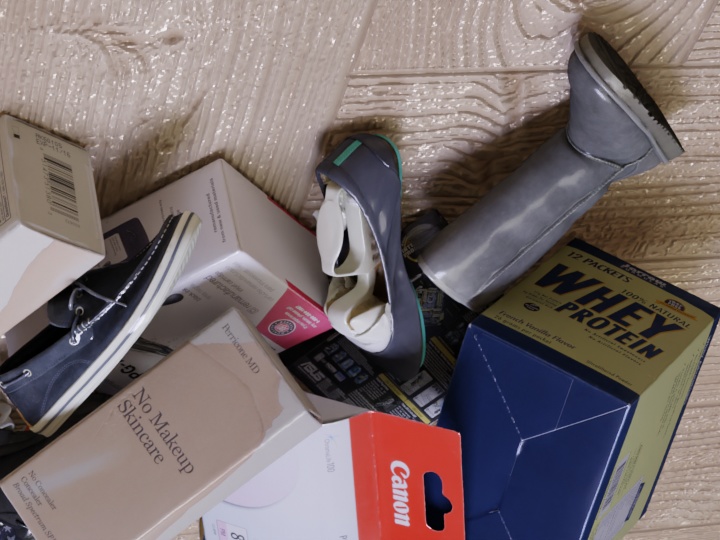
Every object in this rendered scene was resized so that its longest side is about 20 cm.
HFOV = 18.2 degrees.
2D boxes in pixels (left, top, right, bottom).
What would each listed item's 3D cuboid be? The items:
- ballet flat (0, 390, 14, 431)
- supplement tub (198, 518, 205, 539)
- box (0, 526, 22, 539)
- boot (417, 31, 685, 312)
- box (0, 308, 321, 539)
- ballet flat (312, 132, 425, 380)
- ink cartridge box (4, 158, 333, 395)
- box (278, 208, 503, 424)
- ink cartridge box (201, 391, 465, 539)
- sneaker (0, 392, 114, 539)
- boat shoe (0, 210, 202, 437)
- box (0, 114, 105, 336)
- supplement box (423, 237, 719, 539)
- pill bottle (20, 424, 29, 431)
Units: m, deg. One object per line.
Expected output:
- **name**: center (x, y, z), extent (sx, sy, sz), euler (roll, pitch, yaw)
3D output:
- **ballet flat**: center (-0.303, 0.121, 1.750), extent (0.074, 0.075, 0.200), euler (-8, 150, -11)
- **supplement tub**: center (-0.061, 0.206, 1.862), extent (0.143, 0.146, 0.200), euler (-10, 167, -8)
- **box**: center (-0.310, 0.275, 1.765), extent (0.132, 0.115, 0.200), euler (-44, -176, -38)
- **boot**: center (0.120, -0.064, 1.583), extent (0.199, 0.073, 0.182), euler (-31, 146, 11)
- **box**: center (-0.134, 0.124, 1.536), extent (0.200, 0.095, 0.078), euler (-38, 168, -1)
- **ballet flat**: center (0.000, 0.000, 1.600), extent (0.072, 0.073, 0.201), euler (-10, 120, -7)
- **ink cartridge box**: center (-0.140, 0.021, 1.623), extent (0.199, 0.085, 0.145), euler (-25, 147, 19)
- **box**: center (0.036, 0.054, 1.753), extent (0.161, 0.049, 0.200), euler (-34, 146, 7)
- **ink cartridge box**: center (-0.026, 0.161, 1.637), extent (0.199, 0.057, 0.163), euler (17, 136, 23)
- **sneaker**: center (-0.220, 0.151, 1.645), extent (0.199, 0.091, 0.076), euler (-22, 148, 30)
- **boat shoe**: center (-0.178, 0.029, 1.512), extent (0.062, 0.075, 0.200), euler (40, 116, -8)
- **box**: center (-0.270, -0.007, 1.518), extent (0.199, 0.096, 0.077), euler (-33, 143, 31)
- **supplement box**: center (0.153, 0.116, 1.703), extent (0.200, 0.134, 0.201), euler (-35, 147, -56)
- **pill bottle**: center (-0.164, 0.127, 1.754), extent (0.199, 0.115, 0.114), euler (-31, 145, 25)
